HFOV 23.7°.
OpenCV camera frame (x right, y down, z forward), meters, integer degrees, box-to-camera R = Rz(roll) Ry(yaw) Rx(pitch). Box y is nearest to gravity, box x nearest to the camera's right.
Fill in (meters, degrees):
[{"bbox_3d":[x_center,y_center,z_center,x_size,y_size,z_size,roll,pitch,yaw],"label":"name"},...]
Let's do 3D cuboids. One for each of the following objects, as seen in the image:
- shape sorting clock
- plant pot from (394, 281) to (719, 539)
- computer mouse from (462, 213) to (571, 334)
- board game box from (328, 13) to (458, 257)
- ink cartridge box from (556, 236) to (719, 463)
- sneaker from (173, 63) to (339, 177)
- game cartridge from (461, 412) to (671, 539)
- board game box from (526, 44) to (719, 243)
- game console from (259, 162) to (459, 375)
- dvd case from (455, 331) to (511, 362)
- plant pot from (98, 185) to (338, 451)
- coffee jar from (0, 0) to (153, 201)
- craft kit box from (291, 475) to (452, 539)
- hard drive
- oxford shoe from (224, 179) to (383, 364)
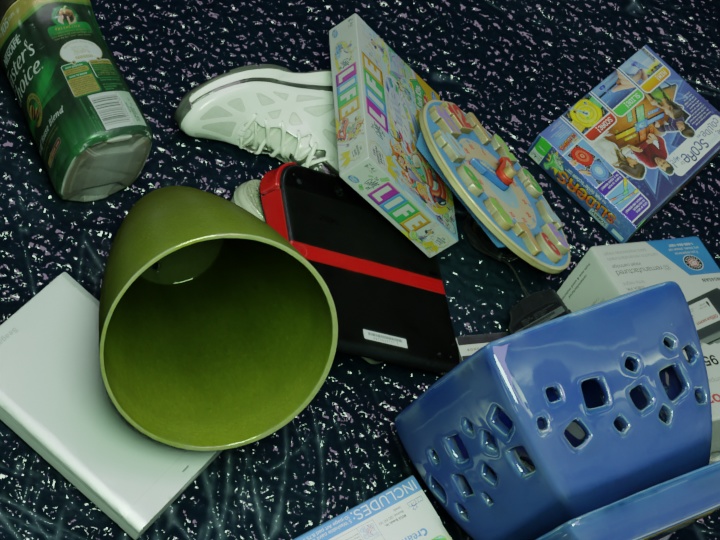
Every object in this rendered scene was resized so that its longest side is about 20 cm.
[{"bbox_3d":[0.127,-0.080,1.588,0.200,0.039,0.200,38,21,-18],"label":"shape sorting clock"},{"bbox_3d":[0.171,0.143,1.369,0.199,0.200,0.181,-16,74,-28],"label":"plant pot"},{"bbox_3d":[0.149,0.021,1.585,0.058,0.034,0.201,-27,55,0],"label":"computer mouse"},{"bbox_3d":[0.029,-0.125,1.571,0.134,0.034,0.201,40,31,-37],"label":"board game box"},{"bbox_3d":[0.288,0.074,1.557,0.144,0.084,0.201,-6,53,-36],"label":"ink cartridge box"},{"bbox_3d":[-0.065,-0.123,1.576,0.199,0.076,0.116,-8,60,-28],"label":"sneaker"},{"bbox_3d":[0.177,0.180,1.484,0.200,0.041,0.133,42,58,7],"label":"game cartridge"},{"bbox_3d":[0.278,-0.130,1.740,0.135,0.035,0.200,45,54,9],"label":"board game box"},{"bbox_3d":[0.000,0.000,1.510,0.199,0.031,0.178,14,56,-43],"label":"game console"},{"bbox_3d":[0.175,0.144,1.537,0.148,0.016,0.201,-4,62,-22],"label":"dvd case"},{"bbox_3d":[-0.133,0.014,1.394,0.186,0.188,0.200,4,25,-19],"label":"plant pot"},{"bbox_3d":[-0.259,-0.168,1.511,0.085,0.104,0.201,-13,64,-31],"label":"coffee jar"},{"bbox_3d":[0.010,0.291,1.349,0.199,0.049,0.198,-24,67,-24],"label":"craft kit box"},{"bbox_3d":[-0.213,0.107,1.402,0.200,0.026,0.132,41,54,6],"label":"hard drive"},{"bbox_3d":[-0.048,0.007,1.516,0.200,0.058,0.075,46,30,-7],"label":"oxford shoe"}]
